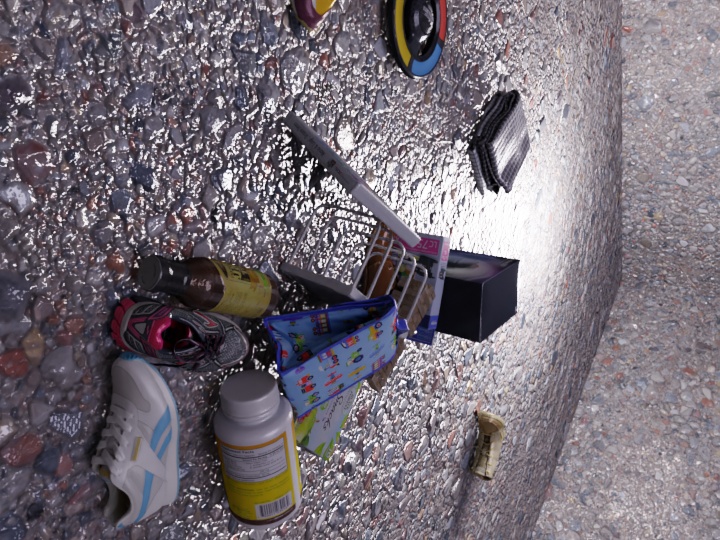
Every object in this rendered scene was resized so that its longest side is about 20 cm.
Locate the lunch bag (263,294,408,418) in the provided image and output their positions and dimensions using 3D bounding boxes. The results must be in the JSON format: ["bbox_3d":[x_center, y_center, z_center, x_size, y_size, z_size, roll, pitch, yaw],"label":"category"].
[{"bbox_3d":[-0.022,0.111,0.888,0.196,0.095,0.152,-18,146,-8],"label":"lunch bag"}]

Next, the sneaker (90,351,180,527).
[{"bbox_3d":[-0.255,0.192,0.695,0.080,0.075,0.204,-21,115,-50],"label":"sneaker"}]

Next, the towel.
[{"bbox_3d":[0.331,-0.296,1.454,0.202,0.084,0.167,-60,143,-27],"label":"towel"}]

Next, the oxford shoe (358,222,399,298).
[{"bbox_3d":[0.044,0.004,1.111,0.071,0.070,0.204,10,90,-56],"label":"oxford shoe"}]

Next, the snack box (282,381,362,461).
[{"bbox_3d":[-0.059,0.192,1.022,0.203,0.052,0.143,-65,147,-21],"label":"snack box"}]

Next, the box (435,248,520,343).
[{"bbox_3d":[0.192,0.038,1.235,0.199,0.195,0.126,-22,119,-53],"label":"box"}]

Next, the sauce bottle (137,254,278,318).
[{"bbox_3d":[-0.182,0.019,0.764,0.199,0.064,0.066,18,85,-59],"label":"sauce bottle"}]

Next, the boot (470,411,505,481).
[{"bbox_3d":[0.353,0.496,1.748,0.157,0.072,0.201,-65,151,-25],"label":"boot"}]

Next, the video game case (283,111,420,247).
[{"bbox_3d":[-0.009,-0.128,0.897,0.024,0.183,0.199,-45,147,7],"label":"video game case"}]

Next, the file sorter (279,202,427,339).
[{"bbox_3d":[0.000,0.000,0.966,0.200,0.137,0.126,40,71,-54],"label":"file sorter"}]

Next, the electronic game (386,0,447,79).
[{"bbox_3d":[0.103,-0.442,1.089,0.199,0.041,0.204,-24,119,-52],"label":"electronic game"}]

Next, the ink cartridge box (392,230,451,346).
[{"bbox_3d":[0.093,0.029,1.149,0.042,0.118,0.204,-1,100,-56],"label":"ink cartridge box"}]

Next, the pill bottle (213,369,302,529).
[{"bbox_3d":[-0.142,0.244,0.857,0.109,0.108,0.204,-32,126,-49],"label":"pill bottle"}]

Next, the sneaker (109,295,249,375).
[{"bbox_3d":[-0.202,0.088,0.745,0.199,0.074,0.082,23,80,-58],"label":"sneaker"}]

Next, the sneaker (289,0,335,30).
[{"bbox_3d":[-0.030,-0.424,0.839,0.075,0.089,0.204,27,76,-56],"label":"sneaker"}]

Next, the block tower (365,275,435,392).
[{"bbox_3d":[0.054,0.101,1.057,0.202,0.057,0.054,-58,146,-22],"label":"block tower"}]
